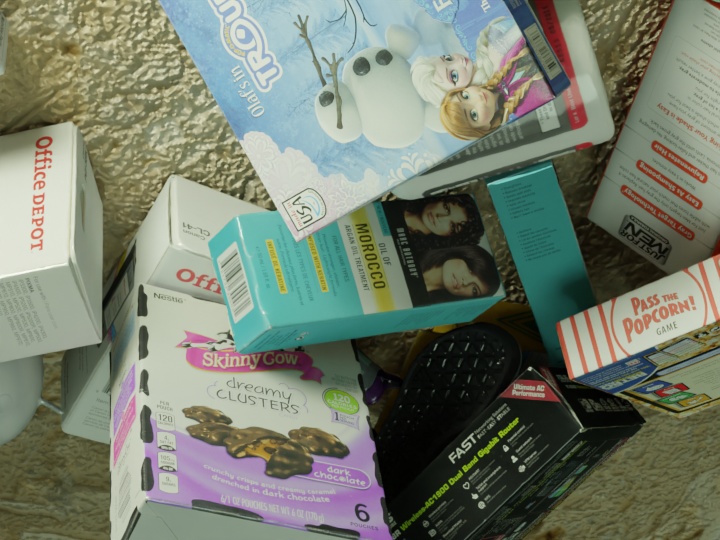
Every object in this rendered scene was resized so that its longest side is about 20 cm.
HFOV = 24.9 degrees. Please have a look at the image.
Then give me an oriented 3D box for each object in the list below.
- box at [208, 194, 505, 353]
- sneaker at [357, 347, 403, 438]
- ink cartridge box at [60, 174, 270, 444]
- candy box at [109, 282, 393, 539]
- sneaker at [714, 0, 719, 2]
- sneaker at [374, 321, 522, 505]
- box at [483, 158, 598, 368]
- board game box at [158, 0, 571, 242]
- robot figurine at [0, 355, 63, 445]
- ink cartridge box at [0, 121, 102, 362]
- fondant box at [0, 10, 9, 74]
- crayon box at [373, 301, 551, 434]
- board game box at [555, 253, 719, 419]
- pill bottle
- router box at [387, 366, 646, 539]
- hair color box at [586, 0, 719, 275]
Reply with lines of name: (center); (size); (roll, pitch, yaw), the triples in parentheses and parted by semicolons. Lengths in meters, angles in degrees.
box: (0.000, 0.000, 1.128); (0.199, 0.083, 0.049); (-7, 162, -34)
sneaker: (-0.039, 0.138, 1.293); (0.087, 0.074, 0.201); (33, 127, 9)
ink cartridge box: (-0.119, 0.046, 1.210); (0.147, 0.086, 0.200); (20, 124, -24)
candy box: (-0.079, 0.114, 1.084); (0.166, 0.201, 0.072); (14, 127, -20)
sneaker: (0.145, -0.201, 1.016); (0.200, 0.074, 0.119); (34, 98, -22)
sneaker: (0.069, 0.109, 1.253); (0.082, 0.072, 0.200); (-11, 146, -47)
box: (0.132, -0.024, 1.187); (0.049, 0.083, 0.201); (-18, 132, 7)
board game box: (-0.006, -0.149, 0.991); (0.198, 0.043, 0.201); (-28, 95, 28)
robot figurine: (-0.318, 0.077, 1.188); (0.198, 0.113, 0.171); (-4, 104, -4)
ink cartridge box: (-0.276, -0.008, 1.094); (0.198, 0.147, 0.083); (-11, 134, 2)
fondant box: (-0.325, -0.184, 0.989); (0.143, 0.059, 0.201); (-19, 131, 9)
crayon box: (0.116, 0.088, 1.307); (0.198, 0.052, 0.126); (9, 130, -17)
board game box: (0.253, 0.050, 1.176); (0.151, 0.047, 0.200); (-24, 155, 26)
pill bottle: (0.059, -0.111, 1.075); (0.198, 0.111, 0.111); (-16, 132, 8)
router box: (0.106, 0.158, 1.224); (0.200, 0.062, 0.150); (-46, 158, 16)
hair color box: (0.238, -0.096, 1.120); (0.061, 0.101, 0.201); (-31, 149, -42)
